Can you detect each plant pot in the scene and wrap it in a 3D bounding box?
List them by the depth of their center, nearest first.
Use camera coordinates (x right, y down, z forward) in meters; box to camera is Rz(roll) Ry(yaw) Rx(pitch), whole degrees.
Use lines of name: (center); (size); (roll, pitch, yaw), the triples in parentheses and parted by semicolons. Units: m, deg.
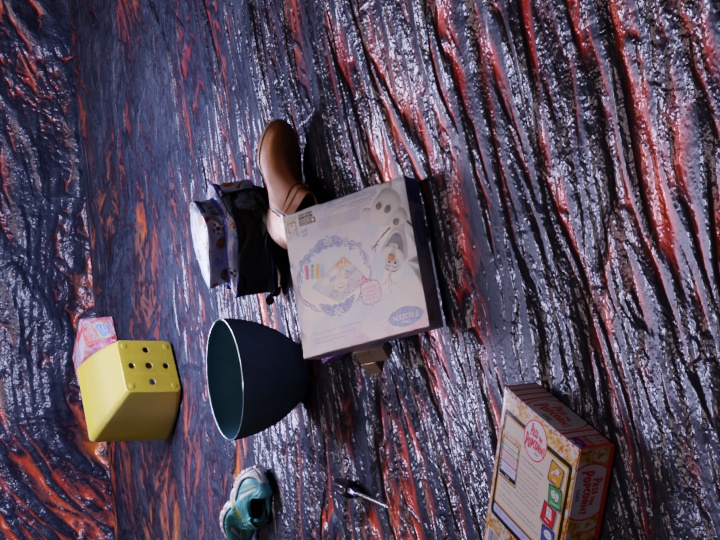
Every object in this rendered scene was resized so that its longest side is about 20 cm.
plant pot: (-0.164, 0.175, 1.945); (0.200, 0.134, 0.201); (176, 90, -66)
plant pot: (-0.521, 0.266, 2.710); (0.176, 0.199, 0.201); (-49, 48, 43)

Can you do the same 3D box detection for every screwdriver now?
screwdriver: (0.004, 0.336, 1.729); (0.029, 0.028, 0.200); (59, 160, -16)

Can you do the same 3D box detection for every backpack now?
backpack: (-0.217, -0.063, 2.026); (0.191, 0.153, 0.201); (-114, 27, -58)

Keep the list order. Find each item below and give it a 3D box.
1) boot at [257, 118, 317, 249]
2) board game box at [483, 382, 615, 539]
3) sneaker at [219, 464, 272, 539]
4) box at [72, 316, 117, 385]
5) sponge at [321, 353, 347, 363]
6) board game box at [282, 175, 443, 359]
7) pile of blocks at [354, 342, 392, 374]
boot: (-0.112, -0.132, 1.827); (0.155, 0.076, 0.201); (-151, 66, -69)
board game box: (0.197, 0.244, 1.255); (0.151, 0.046, 0.201); (-139, 50, -58)
sneaker: (-0.208, 0.450, 2.167); (0.080, 0.077, 0.201); (53, 140, 37)
box: (-0.756, 0.231, 3.326); (0.200, 0.094, 0.103); (115, 143, -47)
sponge: (-0.045, 0.034, 1.786); (0.112, 0.030, 0.201); (140, 123, -60)
board game box: (0.000, 0.000, 1.543); (0.199, 0.043, 0.200); (-16, 76, 30)
pile of blocks: (0.021, 0.040, 1.621); (0.062, 0.082, 0.201); (-11, 92, 27)
